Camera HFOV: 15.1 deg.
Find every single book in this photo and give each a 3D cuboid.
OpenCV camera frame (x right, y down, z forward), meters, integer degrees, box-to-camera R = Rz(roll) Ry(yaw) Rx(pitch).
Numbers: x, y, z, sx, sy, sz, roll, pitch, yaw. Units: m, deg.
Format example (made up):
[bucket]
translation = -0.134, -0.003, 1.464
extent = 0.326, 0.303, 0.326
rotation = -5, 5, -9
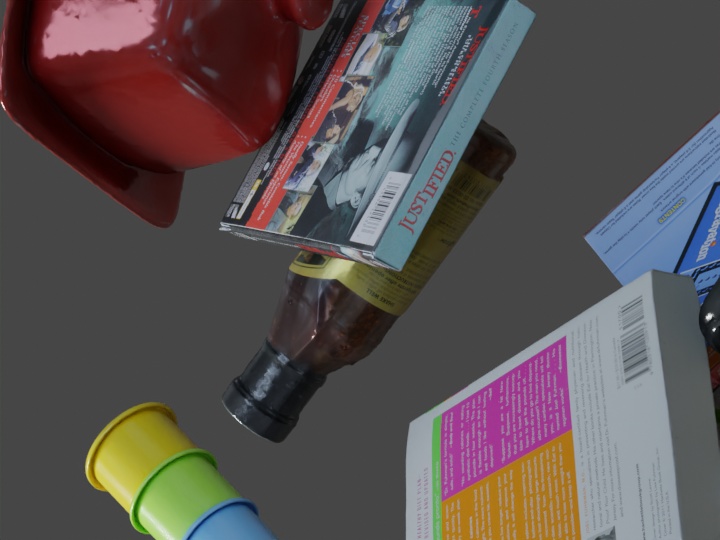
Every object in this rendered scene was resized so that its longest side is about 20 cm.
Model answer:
[book]
translation = 0.092, 0.098, 1.282
extent = 0.200, 0.048, 0.134
rotation = -35, 52, 49

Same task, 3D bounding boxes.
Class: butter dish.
[butter dish]
translation = -0.084, -0.143, 1.426
extent = 0.148, 0.200, 0.200
rotation = -4, 69, 24

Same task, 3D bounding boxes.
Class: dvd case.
[dvd case]
translation = 0.004, -0.074, 1.382
extent = 0.146, 0.022, 0.200
rotation = -62, 23, -8

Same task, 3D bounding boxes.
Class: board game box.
[board game box]
translation = 0.210, -0.047, 1.292
extent = 0.200, 0.019, 0.103
rotation = -43, 56, 10

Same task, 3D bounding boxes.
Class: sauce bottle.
[sauce bottle]
translation = 0.000, 0.000, 1.406
extent = 0.066, 0.066, 0.200
rotation = 42, 100, 35

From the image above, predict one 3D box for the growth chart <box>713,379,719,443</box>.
[growth chart]
translation = 0.183, 0.098, 1.283
extent = 0.200, 0.018, 0.145
rotation = -44, 56, 17

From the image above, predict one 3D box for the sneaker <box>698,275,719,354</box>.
[sneaker]
translation = 0.212, -0.049, 1.240
extent = 0.200, 0.074, 0.089
rotation = -47, 57, -5

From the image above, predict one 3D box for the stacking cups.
[stacking cups]
translation = -0.066, 0.150, 1.411
extent = 0.200, 0.061, 0.061
rotation = 43, 102, 35
